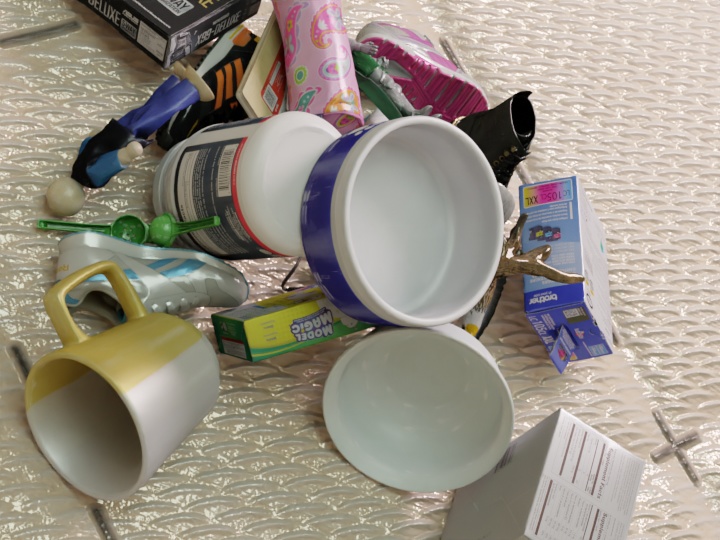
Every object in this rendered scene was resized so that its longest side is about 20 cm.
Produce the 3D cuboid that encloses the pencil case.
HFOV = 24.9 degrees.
[{"bbox_3d":[-0.050,-0.239,1.762,0.087,0.087,0.202,-1,75,-31],"label":"pencil case"}]

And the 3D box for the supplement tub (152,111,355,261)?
[{"bbox_3d":[-0.108,-0.082,1.647,0.139,0.199,0.142,1,88,-37],"label":"supplement tub"}]

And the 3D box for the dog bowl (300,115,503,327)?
[{"bbox_3d":[0.042,-0.046,1.584,0.198,0.078,0.203,1,88,-36],"label":"dog bowl"}]

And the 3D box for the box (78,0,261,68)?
[{"bbox_3d":[-0.229,-0.323,1.790,0.200,0.050,0.157,39,49,17],"label":"box"}]

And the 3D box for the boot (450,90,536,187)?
[{"bbox_3d":[0.151,-0.097,1.863,0.077,0.138,0.202,2,74,-33],"label":"boot"}]

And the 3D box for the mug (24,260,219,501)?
[{"bbox_3d":[-0.210,0.099,1.532,0.148,0.188,0.153,21,34,27],"label":"mug"}]

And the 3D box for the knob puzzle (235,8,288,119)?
[{"bbox_3d":[-0.069,-0.167,1.809,0.219,0.030,0.222,39,43,-48],"label":"knob puzzle"}]

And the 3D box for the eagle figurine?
[{"bbox_3d":[0.113,0.016,1.742,0.152,0.200,0.151,45,61,-9],"label":"eagle figurine"}]

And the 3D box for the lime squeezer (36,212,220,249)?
[{"bbox_3d":[-0.219,-0.046,1.638,0.198,0.071,0.038,0,65,19],"label":"lime squeezer"}]

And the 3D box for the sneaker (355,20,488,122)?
[{"bbox_3d":[0.073,-0.238,1.940,0.199,0.081,0.089,32,30,-28],"label":"sneaker"}]

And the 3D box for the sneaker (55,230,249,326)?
[{"bbox_3d":[-0.209,0.021,1.638,0.198,0.077,0.082,9,67,-19],"label":"sneaker"}]

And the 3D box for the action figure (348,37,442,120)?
[{"bbox_3d":[0.004,-0.227,1.829,0.200,0.055,0.118,43,5,17],"label":"action figure"}]

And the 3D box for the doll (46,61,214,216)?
[{"bbox_3d":[-0.241,-0.131,1.661,0.200,0.136,0.049,-42,116,-9],"label":"doll"}]

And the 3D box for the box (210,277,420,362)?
[{"bbox_3d":[-0.041,0.042,1.664,0.198,0.117,0.049,-18,99,-20],"label":"box"}]

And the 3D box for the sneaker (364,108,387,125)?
[{"bbox_3d":[0.038,-0.129,1.843,0.074,0.087,0.201,23,41,-16],"label":"sneaker"}]

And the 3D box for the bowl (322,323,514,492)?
[{"bbox_3d":[0.064,0.122,1.684,0.200,0.201,0.091,34,30,-11],"label":"bowl"}]

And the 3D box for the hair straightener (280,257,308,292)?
[{"bbox_3d":[0.000,0.000,1.799,0.198,0.041,0.078,-4,66,-28],"label":"hair straightener"}]

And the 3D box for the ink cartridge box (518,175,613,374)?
[{"bbox_3d":[0.236,0.014,1.863,0.137,0.076,0.202,52,31,-53],"label":"ink cartridge box"}]

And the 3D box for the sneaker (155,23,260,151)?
[{"bbox_3d":[-0.147,-0.190,1.788,0.090,0.070,0.201,34,50,-6],"label":"sneaker"}]

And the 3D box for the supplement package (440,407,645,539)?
[{"bbox_3d":[0.174,0.261,1.647,0.110,0.200,0.157,32,52,-12],"label":"supplement package"}]
